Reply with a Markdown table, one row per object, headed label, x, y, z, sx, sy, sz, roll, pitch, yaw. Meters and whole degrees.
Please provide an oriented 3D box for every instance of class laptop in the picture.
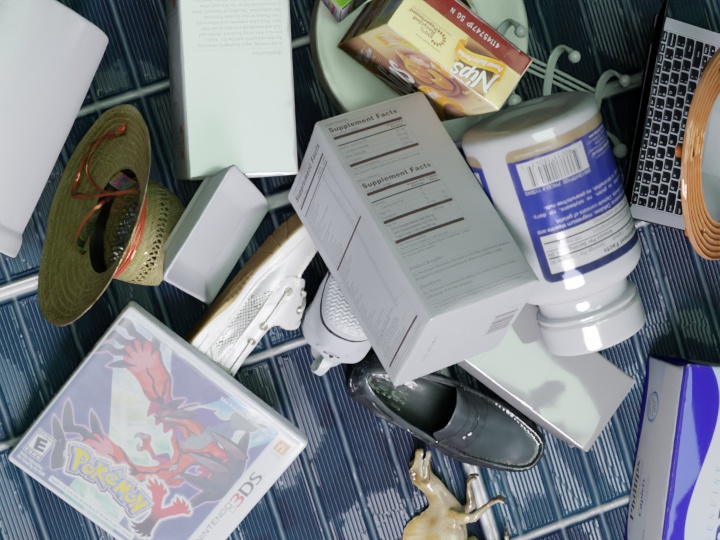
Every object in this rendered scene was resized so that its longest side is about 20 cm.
| label | x | y | z | sx | sy | sz | roll | pitch | yaw |
| --- | --- | --- | --- | --- | --- | --- | --- | --- | --- |
| laptop | 0.301 | -0.133 | 1.559 | 0.198 | 0.116 | 0.189 | 11 | 89 | -29 |

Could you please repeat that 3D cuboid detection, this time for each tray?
| label | x | y | z | sx | sy | sz | roll | pitch | yaw |
| --- | --- | --- | --- | --- | --- | --- | --- | --- | --- |
| tray | -0.125 | -0.031 | 1.473 | 0.022 | 0.200 | 0.108 | 30 | 87 | 9 |

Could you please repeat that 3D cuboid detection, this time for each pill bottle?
| label | x | y | z | sx | sy | sz | roll | pitch | yaw |
| --- | --- | --- | --- | --- | --- | --- | --- | --- | --- |
| pill bottle | 0.169 | -0.038 | 1.464 | 0.119 | 0.120 | 0.202 | -22 | 105 | -9 |

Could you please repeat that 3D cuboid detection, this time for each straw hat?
| label | x | y | z | sx | sy | sz | roll | pitch | yaw |
| --- | --- | --- | --- | --- | --- | --- | --- | --- | --- |
| straw hat | -0.192 | -0.036 | 1.474 | 0.085 | 0.201 | 0.203 | 22 | 89 | -31 |

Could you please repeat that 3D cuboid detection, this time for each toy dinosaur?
| label | x | y | z | sx | sy | sz | roll | pitch | yaw |
| --- | --- | --- | --- | --- | --- | --- | --- | --- | --- |
| toy dinosaur | 0.089 | 0.262 | 1.607 | 0.100 | 0.058 | 0.202 | -6 | 87 | 4 |

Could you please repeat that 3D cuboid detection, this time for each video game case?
| label | x | y | z | sx | sy | sz | roll | pitch | yaw |
| --- | --- | --- | --- | --- | --- | --- | --- | --- | --- |
| video game case | -0.178 | 0.155 | 1.529 | 0.200 | 0.023 | 0.183 | 38 | 103 | -10 |

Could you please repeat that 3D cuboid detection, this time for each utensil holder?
| label | x | y | z | sx | sy | sz | roll | pitch | yaw |
| --- | --- | --- | --- | --- | --- | --- | --- | --- | --- |
| utensil holder | -0.319 | -0.136 | 1.440 | 0.169 | 0.170 | 0.201 | 27 | 85 | -11 |

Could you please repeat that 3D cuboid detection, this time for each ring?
| label | x | y | z | sx | sy | sz | roll | pitch | yaw |
| --- | --- | --- | --- | --- | --- | --- | --- | --- | --- |
| ring | 0.329 | -0.110 | 1.582 | 0.019 | 0.200 | 0.202 | 10 | 91 | 32 |

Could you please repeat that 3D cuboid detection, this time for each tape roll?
| label | x | y | z | sx | sy | sz | roll | pitch | yaw |
| --- | --- | --- | --- | --- | --- | --- | --- | --- | --- |
| tape roll | 0.054 | -0.213 | 1.574 | 0.201 | 0.037 | 0.205 | -1 | 94 | -10 |

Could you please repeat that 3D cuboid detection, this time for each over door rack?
| label | x | y | z | sx | sy | sz | roll | pitch | yaw |
| --- | --- | --- | --- | --- | --- | --- | --- | --- | --- |
| over door rack | 0.162 | -0.105 | 1.561 | 0.147 | 0.066 | 0.202 | 20 | 88 | -34 |

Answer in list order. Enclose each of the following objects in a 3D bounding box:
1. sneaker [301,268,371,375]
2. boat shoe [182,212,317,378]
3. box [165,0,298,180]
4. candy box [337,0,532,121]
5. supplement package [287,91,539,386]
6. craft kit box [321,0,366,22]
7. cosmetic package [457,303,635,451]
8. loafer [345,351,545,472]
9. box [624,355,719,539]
| label | x | y | z | sx | sy | sz | roll | pitch | yaw |
| --- | --- | --- | --- | --- | --- | --- | --- | --- | --- |
| sneaker | 0.000 | 0.000 | 1.557 | 0.075 | 0.115 | 0.201 | 25 | 53 | -5 |
| boat shoe | -0.079 | 0.025 | 1.547 | 0.069 | 0.071 | 0.200 | 41 | 94 | -11 |
| box | -0.113 | -0.180 | 1.498 | 0.096 | 0.124 | 0.202 | -3 | 94 | -11 |
| candy box | 0.058 | -0.182 | 1.455 | 0.115 | 0.200 | 0.055 | 37 | 85 | -11 |
| supplement package | 0.040 | -0.029 | 1.445 | 0.109 | 0.114 | 0.201 | -18 | 66 | -27 |
| craft kit box | -0.002 | -0.356 | 1.530 | 0.197 | 0.049 | 0.201 | -37 | 85 | -10 |
| cosmetic package | 0.138 | 0.070 | 1.571 | 0.199 | 0.107 | 0.091 | 34 | 86 | -13 |
| loafer | 0.080 | 0.133 | 1.580 | 0.199 | 0.070 | 0.069 | 25 | 89 | -11 |
| box | 0.364 | 0.183 | 1.622 | 0.198 | 0.105 | 0.186 | 7 | 91 | -11 |
